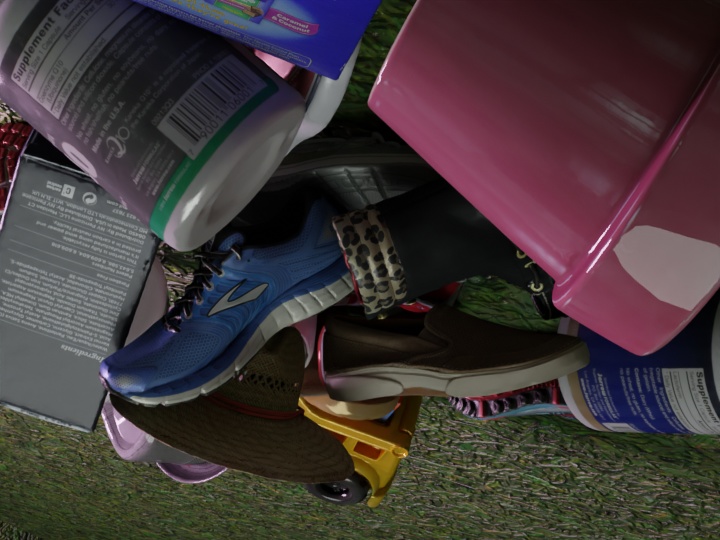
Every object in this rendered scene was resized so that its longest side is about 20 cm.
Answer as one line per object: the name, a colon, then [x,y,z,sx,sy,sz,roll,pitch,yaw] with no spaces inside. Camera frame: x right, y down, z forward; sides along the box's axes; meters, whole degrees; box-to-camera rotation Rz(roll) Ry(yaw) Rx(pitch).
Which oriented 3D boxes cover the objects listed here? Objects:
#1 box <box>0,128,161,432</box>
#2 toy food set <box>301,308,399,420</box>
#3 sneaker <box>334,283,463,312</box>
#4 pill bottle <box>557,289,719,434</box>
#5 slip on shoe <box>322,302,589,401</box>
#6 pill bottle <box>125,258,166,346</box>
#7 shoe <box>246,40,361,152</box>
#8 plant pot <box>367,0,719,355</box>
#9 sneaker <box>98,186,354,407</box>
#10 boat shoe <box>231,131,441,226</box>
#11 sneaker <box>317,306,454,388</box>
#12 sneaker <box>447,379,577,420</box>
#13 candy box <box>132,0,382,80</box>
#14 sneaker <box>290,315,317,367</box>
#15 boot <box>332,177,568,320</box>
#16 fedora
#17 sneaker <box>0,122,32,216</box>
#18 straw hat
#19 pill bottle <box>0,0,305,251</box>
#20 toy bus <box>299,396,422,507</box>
box: [-0.196,-0.015,1.041,0.104,0.148,0.201,19,119,-8]
toy food set: [-0.068,0.076,1.325,0.198,0.049,0.198,0,-160,-14]
sneaker: [0.000,0.000,1.118,0.112,0.072,0.199,-2,-179,37]
pill bottle: [0.251,0.061,1.079,0.199,0.117,0.116,-4,152,42]
slip on shoe: [0.063,0.054,1.058,0.199,0.061,0.076,-6,-174,30]
pill bottle: [-0.224,0.026,1.296,0.112,0.114,0.200,18,172,-5]
shoe: [-0.066,-0.122,0.901,0.090,0.072,0.200,18,163,-15]
plant pot: [0.111,-0.088,0.716,0.178,0.201,0.200,32,160,2]
sneaker: [-0.094,0.012,0.994,0.078,0.200,0.090,29,151,57]
boat shoe: [-0.023,-0.067,1.044,0.201,0.065,0.075,-5,139,33]
sneaker: [0.061,0.064,1.199,0.115,0.079,0.200,1,-169,31]
sneaker: [0.166,0.107,1.322,0.199,0.080,0.095,-2,156,40]
candy box: [-0.054,-0.188,0.711,0.168,0.078,0.200,20,161,-9]
sneaker: [-0.069,0.035,1.254,0.073,0.116,0.200,14,162,-1]
boot: [0.069,-0.009,0.992,0.153,0.074,0.204,-24,148,-1]
fedora: [-0.188,0.119,1.441,0.090,0.178,0.200,-4,159,-42]
sneaker: [-0.235,-0.063,1.176,0.199,0.078,0.082,7,160,23]
straw hat: [-0.081,0.075,1.082,0.200,0.086,0.201,19,-172,-3]
pill bottle: [-0.138,-0.115,0.834,0.200,0.113,0.113,41,161,6]
toy bus: [-0.032,0.123,1.458,0.199,0.136,0.192,21,147,-6]
